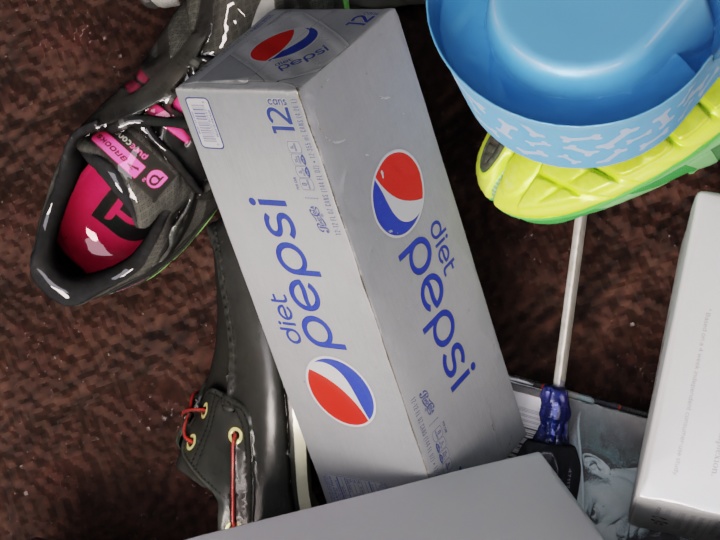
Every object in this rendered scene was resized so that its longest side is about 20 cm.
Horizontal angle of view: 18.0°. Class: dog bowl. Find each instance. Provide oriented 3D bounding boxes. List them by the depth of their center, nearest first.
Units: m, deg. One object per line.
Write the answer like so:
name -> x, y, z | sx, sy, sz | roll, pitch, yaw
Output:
dog bowl -> 0.109, -0.120, 0.866 | 0.111, 0.050, 0.200 | 33, 69, 21

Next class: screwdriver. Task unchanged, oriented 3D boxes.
screwdriver -> 0.080, 0.031, 0.939 | 0.029, 0.028, 0.201 | 3, 92, -19

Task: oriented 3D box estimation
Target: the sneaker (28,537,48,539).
sneaker -> -0.103, 0.195, 0.976 | 0.115, 0.076, 0.201 | 21, 130, 46

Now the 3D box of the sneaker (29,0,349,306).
sneaker -> -0.070, -0.057, 0.925 | 0.077, 0.084, 0.200 | 35, 117, 0

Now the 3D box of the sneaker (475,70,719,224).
sneaker -> 0.143, -0.064, 0.910 | 0.199, 0.084, 0.074 | -26, 51, -2

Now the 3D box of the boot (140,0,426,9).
boot -> 0.001, -0.118, 0.956 | 0.200, 0.068, 0.131 | 39, 109, 5

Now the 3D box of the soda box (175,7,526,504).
soda box -> 0.000, 0.000, 0.887 | 0.063, 0.068, 0.201 | 5, 125, 38

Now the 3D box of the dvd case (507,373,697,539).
dvd case -> 0.139, 0.138, 0.957 | 0.199, 0.022, 0.147 | 14, 94, 6

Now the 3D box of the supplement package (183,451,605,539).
supplement package -> 0.032, 0.173, 0.809 | 0.155, 0.200, 0.111 | -13, 118, -12

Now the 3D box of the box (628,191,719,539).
box -> 0.215, 0.057, 0.890 | 0.199, 0.098, 0.125 | 12, 79, 7

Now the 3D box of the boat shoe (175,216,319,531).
boat shoe -> -0.048, 0.074, 0.954 | 0.063, 0.074, 0.202 | -6, 96, 0
